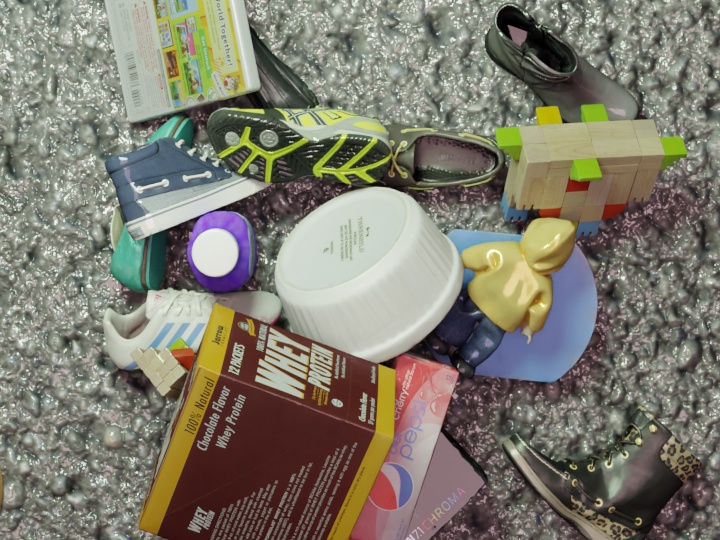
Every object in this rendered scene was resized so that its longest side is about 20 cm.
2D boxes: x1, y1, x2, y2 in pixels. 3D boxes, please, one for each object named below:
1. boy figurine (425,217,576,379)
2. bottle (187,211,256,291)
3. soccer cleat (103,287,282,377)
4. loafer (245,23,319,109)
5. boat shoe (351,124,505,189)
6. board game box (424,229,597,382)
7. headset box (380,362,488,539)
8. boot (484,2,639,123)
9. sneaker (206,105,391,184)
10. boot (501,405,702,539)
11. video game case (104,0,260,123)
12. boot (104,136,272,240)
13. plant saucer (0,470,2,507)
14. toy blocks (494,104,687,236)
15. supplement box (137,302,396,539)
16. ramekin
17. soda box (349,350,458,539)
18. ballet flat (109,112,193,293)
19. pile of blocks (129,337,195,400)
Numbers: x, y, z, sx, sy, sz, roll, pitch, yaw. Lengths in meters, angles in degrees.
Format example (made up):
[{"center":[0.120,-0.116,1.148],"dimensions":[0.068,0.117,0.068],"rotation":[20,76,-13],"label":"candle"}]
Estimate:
[{"center":[0.152,0.016,1.615],"dimensions":[0.124,0.064,0.201],"rotation":[38,104,-1],"label":"boy figurine"},{"center":[-0.145,-0.021,1.590],"dimensions":[0.064,0.200,0.085],"rotation":[-2,91,-1],"label":"bottle"},{"center":[-0.185,0.052,1.647],"dimensions":[0.197,0.070,0.087],"rotation":[-18,122,1],"label":"soccer cleat"},{"center":[-0.131,-0.224,1.646],"dimensions":[0.070,0.068,0.201],"rotation":[-45,96,-9],"label":"loafer"},{"center":[0.059,-0.125,1.658],"dimensions":[0.198,0.061,0.073],"rotation":[0,93,-1],"label":"boat shoe"},{"center":[0.162,0.037,1.681],"dimensions":[0.197,0.039,0.161],"rotation":[5,97,4],"label":"board game box"},{"center":[0.009,0.209,1.657],"dimensions":[0.174,0.093,0.200],"rotation":[-42,92,0],"label":"headset box"},{"center":[0.218,-0.208,1.622],"dimensions":[0.198,0.132,0.070],"rotation":[29,91,-2],"label":"boot"},{"center":[-0.065,-0.139,1.613],"dimensions":[0.197,0.077,0.076],"rotation":[10,124,-4],"label":"sneaker"},{"center":[0.268,0.211,1.671],"dimensions":[0.200,0.073,0.151],"rotation":[42,92,-6],"label":"boot"},{"center":[-0.198,-0.274,1.617],"dimensions":[0.180,0.023,0.203],"rotation":[-9,93,36],"label":"video game case"},{"center":[-0.175,-0.106,1.608],"dimensions":[0.199,0.072,0.091],"rotation":[-26,97,-42],"label":"boot"},{"center":[-0.498,0.242,1.677],"dimensions":[0.197,0.037,0.203],"rotation":[0,92,-1],"label":"plant saucer"},{"center":[0.236,-0.094,1.631],"dimensions":[0.197,0.138,0.101],"rotation":[-4,53,-8],"label":"toy blocks"},{"center":[-0.091,0.175,1.500],"dimensions":[0.198,0.133,0.199],"rotation":[20,114,-7],"label":"supplement box"},{"center":[0.000,0.000,1.586],"dimensions":[0.201,0.203,0.095],"rotation":[-32,123,1],"label":"ramekin"},{"center":[0.040,0.188,1.579],"dimensions":[0.069,0.063,0.203],"rotation":[18,91,-2],"label":"soda box"},{"center":[-0.237,-0.079,1.656],"dimensions":[0.069,0.067,0.203],"rotation":[12,90,18],"label":"ballet flat"},{"center":[-0.167,0.118,1.627],"dimensions":[0.062,0.200,0.082],"rotation":[-41,52,1],"label":"pile of blocks"}]
